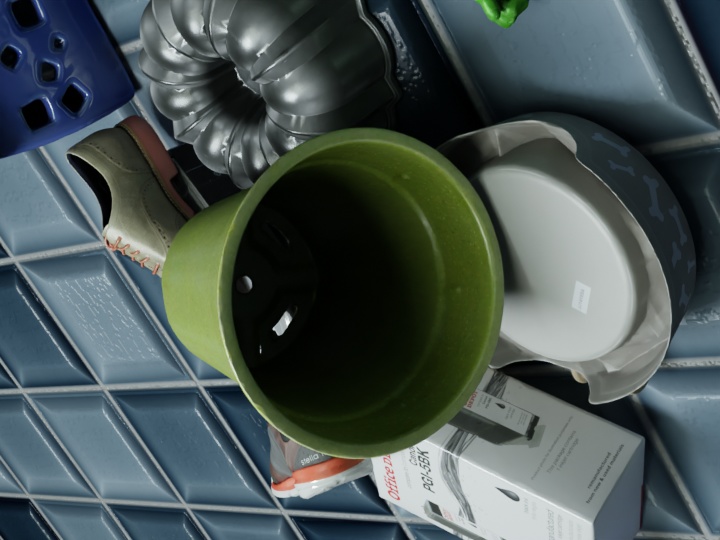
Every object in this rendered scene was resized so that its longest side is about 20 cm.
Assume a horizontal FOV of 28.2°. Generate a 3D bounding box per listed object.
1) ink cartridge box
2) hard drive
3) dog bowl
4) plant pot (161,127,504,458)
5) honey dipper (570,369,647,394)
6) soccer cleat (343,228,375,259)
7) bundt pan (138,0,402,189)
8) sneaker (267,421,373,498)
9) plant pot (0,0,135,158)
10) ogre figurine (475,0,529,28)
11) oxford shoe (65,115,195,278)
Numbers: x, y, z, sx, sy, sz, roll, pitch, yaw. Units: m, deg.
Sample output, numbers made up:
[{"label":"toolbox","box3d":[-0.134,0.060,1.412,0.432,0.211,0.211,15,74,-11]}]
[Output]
[{"label":"ink cartridge box","box3d":[0.107,0.151,1.090,0.200,0.083,0.147,24,150,25]},{"label":"hard drive","box3d":[-0.100,0.010,1.150,0.200,0.038,0.140,53,148,20]},{"label":"dog bowl","box3d":[0.126,-0.012,0.929,0.200,0.059,0.200,28,137,29]},{"label":"plant pot","box3d":[-0.042,0.013,0.946,0.200,0.200,0.190,57,155,-18]},{"label":"honey dipper","box3d":[0.115,0.052,1.042,0.200,0.038,0.038,11,133,39]},{"label":"soccer cleat","box3d":[0.001,-0.001,1.083,0.084,0.065,0.200,48,147,19]},{"label":"bundt pan","box3d":[-0.075,-0.135,1.000,0.202,0.076,0.202,25,139,23]},{"label":"sneaker","box3d":[-0.038,0.127,1.121,0.082,0.077,0.200,68,165,3]},{"label":"plant pot","box3d":[-0.333,-0.164,1.127,0.200,0.180,0.200,-3,125,45]},{"label":"ogre figurine","box3d":[0.035,-0.218,0.786,0.120,0.098,0.200,33,-173,22]},{"label":"oxford shoe","box3d":[-0.160,-0.020,1.109,0.200,0.075,0.070,59,150,11]}]
